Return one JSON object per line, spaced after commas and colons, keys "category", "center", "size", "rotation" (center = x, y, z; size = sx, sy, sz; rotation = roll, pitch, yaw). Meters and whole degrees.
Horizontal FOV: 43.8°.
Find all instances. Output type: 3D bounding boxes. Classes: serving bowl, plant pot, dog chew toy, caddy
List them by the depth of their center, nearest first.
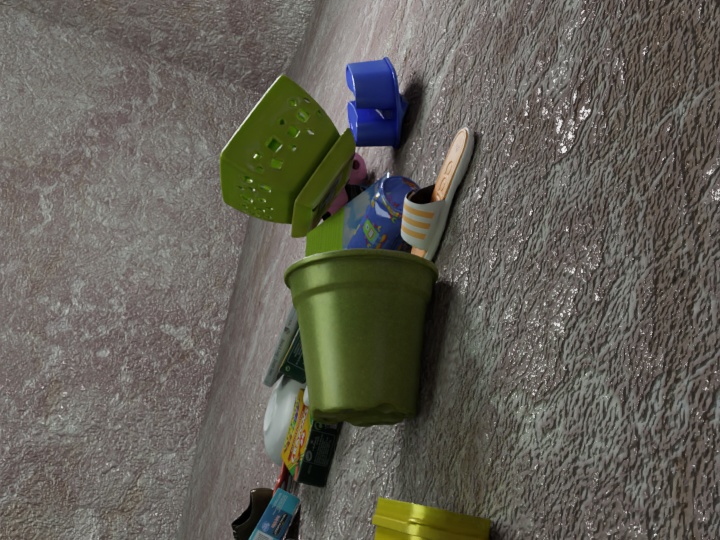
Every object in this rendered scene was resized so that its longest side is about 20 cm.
{"category": "plant pot", "center": [0.002, 0.093, 1.117], "size": [0.200, 0.198, 0.186], "rotation": [134, 138, -63]}
{"category": "plant pot", "center": [-0.121, -0.185, 1.585], "size": [0.201, 0.181, 0.199], "rotation": [-55, -5, -19]}
{"category": "caddy", "center": [0.034, -0.298, 1.590], "size": [0.200, 0.104, 0.143], "rotation": [-105, 12, -62]}
{"category": "serving bowl", "center": [-0.142, 0.273, 1.706], "size": [0.200, 0.065, 0.202], "rotation": [-163, 90, -77]}
{"category": "dog chew toy", "center": [-0.052, -0.182, 1.776], "size": [0.200, 0.124, 0.126], "rotation": [-21, 53, 63]}

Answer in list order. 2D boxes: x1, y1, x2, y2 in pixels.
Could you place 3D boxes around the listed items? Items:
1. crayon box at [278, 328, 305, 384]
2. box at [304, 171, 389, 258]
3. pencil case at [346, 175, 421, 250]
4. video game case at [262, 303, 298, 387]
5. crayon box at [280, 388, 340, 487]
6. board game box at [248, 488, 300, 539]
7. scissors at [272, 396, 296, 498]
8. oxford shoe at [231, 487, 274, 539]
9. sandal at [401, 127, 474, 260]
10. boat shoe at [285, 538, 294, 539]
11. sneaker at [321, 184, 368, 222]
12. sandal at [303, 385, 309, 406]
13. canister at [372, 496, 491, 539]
{"category": "crayon box", "center": [-0.091, 0.131, 1.593], "size": [0.127, 0.051, 0.200], "rotation": [-64, 0, -4]}
{"category": "box", "center": [-0.010, -0.061, 1.478], "size": [0.199, 0.048, 0.123], "rotation": [-35, 34, 29]}
{"category": "pencil case", "center": [0.031, -0.046, 1.346], "size": [0.087, 0.077, 0.201], "rotation": [59, 139, 31]}
{"category": "video game case", "center": [-0.116, 0.109, 1.723], "size": [0.183, 0.024, 0.200], "rotation": [-68, -10, 22]}
{"category": "crayon box", "center": [-0.087, 0.275, 1.509], "size": [0.200, 0.050, 0.128], "rotation": [-175, 100, -77]}
{"category": "board game box", "center": [-0.176, 0.495, 1.524], "size": [0.201, 0.047, 0.151], "rotation": [-67, -6, 28]}
{"category": "scissors", "center": [-0.129, 0.328, 1.611], "size": [0.073, 0.014, 0.202], "rotation": [30, -111, -72]}
{"category": "oxford shoe", "center": [-0.208, 0.498, 1.672], "size": [0.073, 0.084, 0.202], "rotation": [-155, 80, -75]}
{"category": "sandal", "center": [0.090, -0.101, 1.209], "size": [0.079, 0.059, 0.208], "rotation": [-115, 43, -71]}
{"category": "boat shoe", "center": [-0.108, 0.461, 1.329], "size": [0.200, 0.074, 0.074], "rotation": [-143, 69, -75]}
{"category": "sneaker", "center": [-0.040, -0.063, 1.606], "size": [0.201, 0.082, 0.071], "rotation": [-65, 6, 3]}
{"category": "sandal", "center": [-0.040, 0.145, 1.479], "size": [0.083, 0.049, 0.203], "rotation": [-59, 6, 44]}
{"category": "canister", "center": [0.049, 0.321, 0.827], "size": [0.148, 0.086, 0.202], "rotation": [146, 137, -70]}
